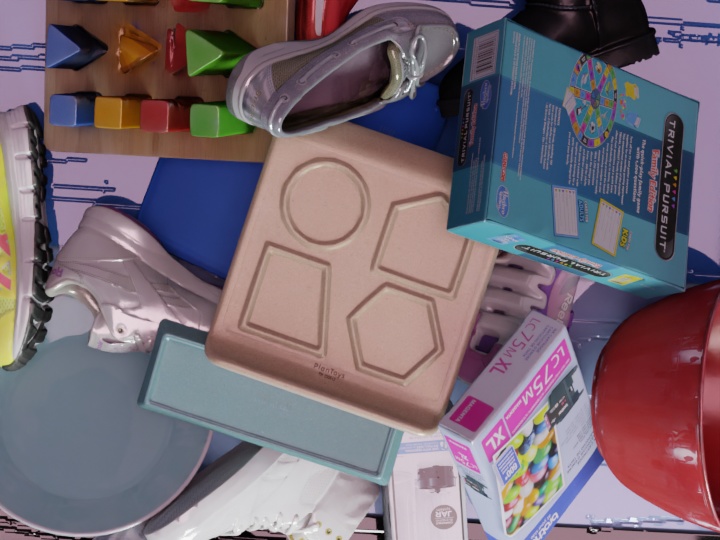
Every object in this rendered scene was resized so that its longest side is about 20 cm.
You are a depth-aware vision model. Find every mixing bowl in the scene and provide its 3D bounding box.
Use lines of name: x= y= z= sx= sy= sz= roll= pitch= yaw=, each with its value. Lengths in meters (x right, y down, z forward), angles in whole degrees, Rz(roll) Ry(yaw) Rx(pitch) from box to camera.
mixing bowl: x=0.243 y=0.102 z=1.426 sx=0.107 sy=0.200 sz=0.203 roll=0 pitch=98 yaw=28

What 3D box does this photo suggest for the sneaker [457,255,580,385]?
sneaker: x=0.140 y=0.013 z=1.454 sx=0.088 sy=0.080 sz=0.202 roll=42 pitch=70 yaw=-49

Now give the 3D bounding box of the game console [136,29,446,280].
game console: x=-0.052 y=-0.083 z=1.456 sx=0.170 sy=0.118 sz=0.202 roll=18 pitch=97 yaw=-37

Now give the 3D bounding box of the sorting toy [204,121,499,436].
sorting toy: x=0.000 y=0.000 z=1.363 sx=0.183 sy=0.036 sz=0.202 roll=19 pitch=86 yaw=0

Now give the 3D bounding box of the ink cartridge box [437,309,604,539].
ink cartridge box: x=0.130 y=0.138 z=1.407 sx=0.119 sy=0.042 sz=0.201 roll=-48 pitch=143 yaw=-22

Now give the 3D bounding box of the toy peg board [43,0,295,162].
toy peg board: x=-0.156 y=-0.183 z=1.367 sx=0.197 sy=0.098 sz=0.203 roll=4 pitch=96 yaw=16

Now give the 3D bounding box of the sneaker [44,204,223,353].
sneaker: x=-0.151 y=0.041 z=1.418 sx=0.199 sy=0.075 sz=0.100 roll=36 pitch=69 yaw=2

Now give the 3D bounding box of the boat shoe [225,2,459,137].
boat shoe: x=-0.002 y=-0.141 z=1.341 sx=0.201 sy=0.065 sz=0.075 roll=-18 pitch=132 yaw=-36

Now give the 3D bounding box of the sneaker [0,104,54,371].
sneaker: x=-0.284 y=-0.022 z=1.421 sx=0.089 sy=0.078 sz=0.202 roll=-4 pitch=83 yaw=-1

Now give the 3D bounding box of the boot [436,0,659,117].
boot: x=0.131 y=-0.219 z=1.423 sx=0.196 sy=0.073 sz=0.164 roll=-19 pitch=100 yaw=-8

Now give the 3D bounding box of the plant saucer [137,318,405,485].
plant saucer: x=-0.064 y=0.099 z=1.374 sx=0.198 sy=0.019 sz=0.071 roll=17 pitch=98 yaw=0

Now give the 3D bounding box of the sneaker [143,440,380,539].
sneaker: x=-0.065 y=0.187 z=1.427 sx=0.199 sy=0.073 sz=0.116 roll=-34 pitch=103 yaw=-32

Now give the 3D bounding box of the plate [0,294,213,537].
plate: x=-0.210 y=0.111 z=1.430 sx=0.198 sy=0.026 sz=0.202 roll=2 pitch=64 yaw=-4

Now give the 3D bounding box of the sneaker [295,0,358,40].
sneaker: x=0.021 y=-0.246 z=1.392 sx=0.114 sy=0.078 sz=0.202 roll=14 pitch=78 yaw=-9

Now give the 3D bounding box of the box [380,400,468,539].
box: x=0.050 y=0.205 z=1.447 sx=0.059 sy=0.117 sz=0.202 roll=-5 pitch=98 yaw=-3

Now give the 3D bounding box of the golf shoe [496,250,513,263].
golf shoe: x=0.072 y=-0.042 z=1.401 sx=0.198 sy=0.077 sz=0.089 roll=-25 pitch=59 yaw=-5

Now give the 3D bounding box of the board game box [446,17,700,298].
board game box: x=0.159 y=-0.078 z=1.363 sx=0.199 sy=0.047 sz=0.153 roll=18 pitch=72 yaw=-33

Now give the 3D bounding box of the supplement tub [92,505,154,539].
supplement tub: x=-0.131 y=0.278 z=1.441 sx=0.199 sy=0.123 sz=0.123 roll=37 pitch=93 yaw=-8
